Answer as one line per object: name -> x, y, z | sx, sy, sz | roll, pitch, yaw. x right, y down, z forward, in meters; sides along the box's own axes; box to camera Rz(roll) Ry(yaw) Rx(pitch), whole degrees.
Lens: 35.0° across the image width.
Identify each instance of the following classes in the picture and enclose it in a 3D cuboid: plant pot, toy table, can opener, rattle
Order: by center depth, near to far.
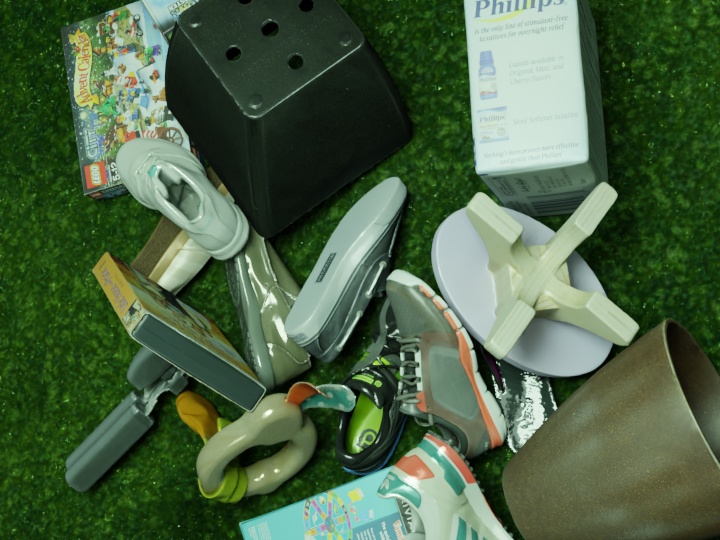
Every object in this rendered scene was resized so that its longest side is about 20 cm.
plant pot -> 0.232, 0.173, 1.019 | 0.198, 0.186, 0.190 | -31, 73, 24
toy table -> 0.163, 0.009, 1.043 | 0.198, 0.117, 0.186 | 28, 76, -3
rattle -> -0.096, 0.126, 1.128 | 0.144, 0.128, 0.201 | -101, 31, -44
plant pot -> -0.081, -0.192, 1.131 | 0.199, 0.178, 0.201 | -35, 72, -9
can opener -> -0.247, 0.146, 1.211 | 0.066, 0.053, 0.201 | 38, 98, -21

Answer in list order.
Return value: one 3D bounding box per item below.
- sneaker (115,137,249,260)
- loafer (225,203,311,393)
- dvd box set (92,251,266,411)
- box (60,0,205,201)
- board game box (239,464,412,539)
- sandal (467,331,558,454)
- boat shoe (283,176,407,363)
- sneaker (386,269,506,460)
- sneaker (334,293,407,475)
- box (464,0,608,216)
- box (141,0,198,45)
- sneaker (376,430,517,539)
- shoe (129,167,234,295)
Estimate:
sneaker -> -0.196, -0.092, 1.167 | 0.199, 0.088, 0.076 | 36, 89, 33
loafer -> -0.096, 0.026, 1.190 | 0.068, 0.075, 0.204 | -8, 76, -16
dvd box set -> -0.180, 0.055, 1.112 | 0.030, 0.146, 0.200 | -53, 27, 0
box -> -0.256, -0.194, 1.282 | 0.134, 0.038, 0.204 | -15, 77, 13
board game box -> -0.004, 0.289, 1.123 | 0.197, 0.047, 0.153 | -22, 76, 12
sandal -> 0.148, 0.081, 1.112 | 0.074, 0.048, 0.204 | -22, 76, 12
boat shoe -> 0.000, 0.000, 1.161 | 0.071, 0.068, 0.202 | -3, 52, 57
sneaker -> 0.066, 0.098, 1.079 | 0.081, 0.077, 0.202 | -31, 100, -15
sneaker -> 0.026, 0.105, 1.126 | 0.070, 0.083, 0.203 | 19, 86, 18
box -> 0.168, -0.171, 1.077 | 0.103, 0.184, 0.204 | -5, 79, 17
box -> -0.154, -0.344, 1.256 | 0.198, 0.035, 0.111 | -33, 74, -5
sneaker -> 0.088, 0.252, 1.055 | 0.093, 0.070, 0.202 | -35, 101, -14
shoe -> -0.188, -0.033, 1.233 | 0.201, 0.053, 0.070 | -52, 37, -3
